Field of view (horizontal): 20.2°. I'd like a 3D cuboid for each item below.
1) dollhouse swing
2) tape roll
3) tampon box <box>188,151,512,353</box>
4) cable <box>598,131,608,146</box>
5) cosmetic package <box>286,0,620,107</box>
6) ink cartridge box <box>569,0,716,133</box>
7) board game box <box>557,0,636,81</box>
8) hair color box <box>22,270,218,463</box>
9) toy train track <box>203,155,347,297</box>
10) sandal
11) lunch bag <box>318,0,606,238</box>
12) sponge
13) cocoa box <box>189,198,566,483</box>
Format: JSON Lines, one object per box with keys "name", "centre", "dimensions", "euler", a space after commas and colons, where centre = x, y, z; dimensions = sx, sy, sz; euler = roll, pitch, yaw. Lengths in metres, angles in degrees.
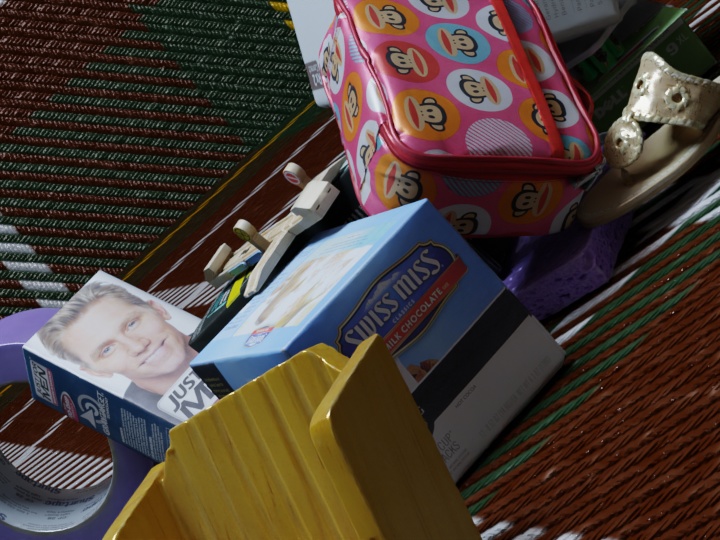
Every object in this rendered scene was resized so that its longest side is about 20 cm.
{"name": "dollhouse swing", "centre": [-0.070, 0.163, 1.005], "dimensions": [0.199, 0.183, 0.175], "euler": [-31, -7, 42]}
{"name": "tape roll", "centre": [-0.258, 0.139, 1.678], "dimensions": [0.199, 0.200, 0.085], "euler": [-38, 11, 18]}
{"name": "tampon box", "centre": [0.000, 0.000, 1.430], "dimensions": [0.200, 0.126, 0.150], "euler": [-47, 6, 22]}
{"name": "cable", "centre": [0.107, -0.060, 1.503], "dimensions": [0.200, 0.097, 0.051], "euler": [-39, 53, 34]}
{"name": "cosmetic package", "centre": [0.056, -0.228, 1.490], "dimensions": [0.198, 0.167, 0.165], "euler": [-17, 5, -16]}
{"name": "ink cartridge box", "centre": [0.210, -0.152, 1.561], "dimensions": [0.104, 0.059, 0.200], "euler": [-41, 10, 3]}
{"name": "board game box", "centre": [0.167, -0.181, 1.597], "dimensions": [0.199, 0.026, 0.200], "euler": [-30, 17, 49]}
{"name": "hair color box", "centre": [-0.149, 0.085, 1.541], "dimensions": [0.100, 0.199, 0.061], "euler": [-48, -31, -36]}
{"name": "toy train track", "centre": [-0.069, -0.028, 1.358], "dimensions": [0.115, 0.032, 0.200], "euler": [-57, 11, -25]}
{"name": "sandal", "centre": [0.208, -0.117, 1.301], "dimensions": [0.211, 0.070, 0.078], "euler": [-35, 18, -10]}
{"name": "lunch bag", "centre": [0.073, -0.107, 1.317], "dimensions": [0.201, 0.174, 0.082], "euler": [-108, 28, -43]}
{"name": "sponge", "centre": [0.137, -0.021, 1.367], "dimensions": [0.111, 0.030, 0.200], "euler": [-36, 12, 31]}
{"name": "cocoa box", "centre": [0.004, 0.055, 1.238], "dimensions": [0.133, 0.131, 0.200], "euler": [-45, 11, -18]}
